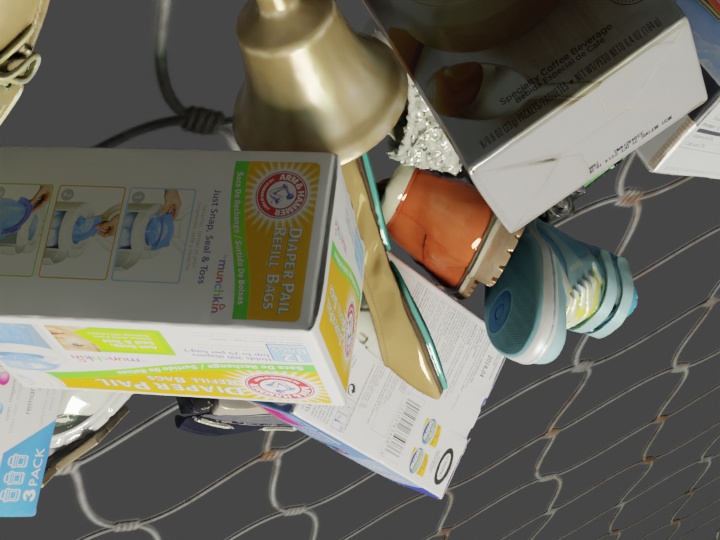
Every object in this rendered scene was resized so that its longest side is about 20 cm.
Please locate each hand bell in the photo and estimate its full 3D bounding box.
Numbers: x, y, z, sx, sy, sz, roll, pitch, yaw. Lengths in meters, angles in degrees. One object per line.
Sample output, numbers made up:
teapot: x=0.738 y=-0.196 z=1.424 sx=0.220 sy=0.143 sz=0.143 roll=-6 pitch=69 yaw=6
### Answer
hand bell: x=-0.050 y=-0.152 z=0.622 sx=0.103 sy=0.105 sz=0.201 roll=-28 pitch=140 yaw=-3

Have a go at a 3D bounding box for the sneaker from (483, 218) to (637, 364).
sneaker: x=0.161 y=0.022 z=0.943 sx=0.130 sy=0.201 sz=0.080 roll=25 pitch=116 yaw=-13

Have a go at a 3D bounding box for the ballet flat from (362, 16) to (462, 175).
ballet flat: x=0.032 y=-0.121 z=0.756 sx=0.071 sy=0.072 sz=0.201 roll=-25 pitch=151 yaw=-9

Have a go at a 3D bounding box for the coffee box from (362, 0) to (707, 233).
coffee box: x=0.061 y=-0.137 z=0.599 sx=0.114 sy=0.201 sz=0.080 roll=-34 pitch=152 yaw=8

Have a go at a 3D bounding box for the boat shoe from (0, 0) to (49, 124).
boat shoe: x=-0.202 y=-0.074 z=0.596 sx=0.201 sy=0.063 sz=0.073 roll=-44 pitch=150 yaw=24

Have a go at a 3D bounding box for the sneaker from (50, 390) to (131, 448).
sneaker: x=-0.169 y=0.047 z=0.844 sx=0.199 sy=0.074 sz=0.080 roll=-30 pitch=139 yaw=-10

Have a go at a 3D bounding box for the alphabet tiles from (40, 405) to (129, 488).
alphabet tiles: x=-0.254 y=0.164 z=0.886 sx=0.199 sy=0.008 sz=0.167 roll=-35 pitch=-176 yaw=5

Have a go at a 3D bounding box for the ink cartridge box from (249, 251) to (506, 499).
ink cartridge box: x=0.025 y=0.079 z=0.933 sx=0.199 sy=0.076 sz=0.138 roll=34 pitch=77 yaw=-35

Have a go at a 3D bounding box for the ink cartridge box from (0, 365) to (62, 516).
ink cartridge box: x=-0.271 y=0.079 z=0.720 sx=0.199 sy=0.067 sz=0.117 roll=15 pitch=85 yaw=-55

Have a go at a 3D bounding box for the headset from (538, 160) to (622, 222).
headset: x=0.160 y=-0.079 z=0.913 sx=0.123 sy=0.094 sz=0.199 roll=-45 pitch=161 yaw=26

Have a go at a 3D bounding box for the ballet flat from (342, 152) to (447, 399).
ballet flat: x=0.000 y=0.000 z=0.829 sx=0.062 sy=0.202 sz=0.069 roll=-20 pitch=-167 yaw=1

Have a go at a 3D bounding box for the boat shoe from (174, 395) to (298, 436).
boat shoe: x=-0.056 y=0.093 z=0.999 sx=0.198 sy=0.076 sz=0.093 roll=6 pitch=158 yaw=-30

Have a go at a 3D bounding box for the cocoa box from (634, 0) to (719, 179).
cocoa box: x=0.176 y=-0.165 z=0.667 sx=0.132 sy=0.201 sz=0.132 roll=-1 pitch=140 yaw=-44

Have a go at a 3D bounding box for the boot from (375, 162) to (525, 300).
boot: x=0.056 y=-0.035 z=0.918 sx=0.200 sy=0.106 sz=0.076 roll=107 pitch=8 yaw=-83

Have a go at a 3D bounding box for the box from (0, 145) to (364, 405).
box: x=-0.104 y=0.004 z=0.683 sx=0.197 sy=0.102 sz=0.113 roll=2 pitch=155 yaw=11
